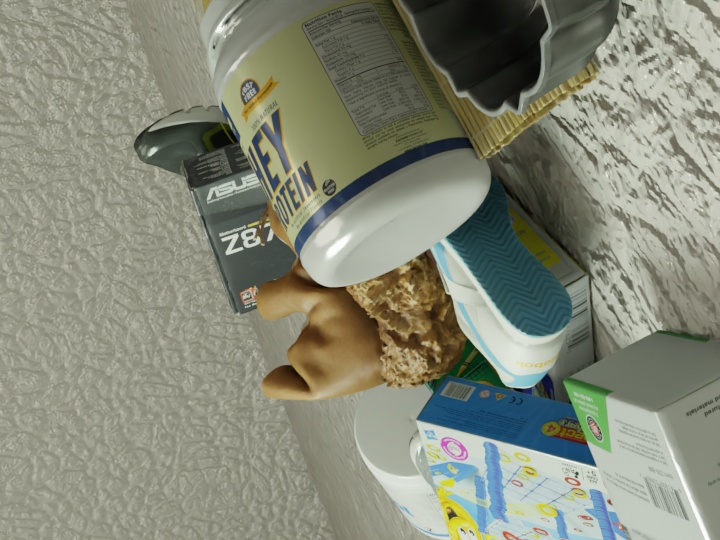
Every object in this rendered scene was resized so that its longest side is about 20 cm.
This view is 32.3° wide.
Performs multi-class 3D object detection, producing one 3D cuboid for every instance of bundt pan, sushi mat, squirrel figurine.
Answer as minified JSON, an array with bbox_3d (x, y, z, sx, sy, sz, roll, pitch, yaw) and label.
[{"bbox_3d":[0.082,-0.196,0.707,0.203,0.075,0.203,57,162,31],"label":"bundt pan"},{"bbox_3d":[0.069,-0.183,0.810,0.012,0.095,0.202,-2,-118,-62],"label":"sushi mat"},{"bbox_3d":[0.000,0.000,1.026,0.198,0.140,0.190,1,104,46],"label":"squirrel figurine"}]

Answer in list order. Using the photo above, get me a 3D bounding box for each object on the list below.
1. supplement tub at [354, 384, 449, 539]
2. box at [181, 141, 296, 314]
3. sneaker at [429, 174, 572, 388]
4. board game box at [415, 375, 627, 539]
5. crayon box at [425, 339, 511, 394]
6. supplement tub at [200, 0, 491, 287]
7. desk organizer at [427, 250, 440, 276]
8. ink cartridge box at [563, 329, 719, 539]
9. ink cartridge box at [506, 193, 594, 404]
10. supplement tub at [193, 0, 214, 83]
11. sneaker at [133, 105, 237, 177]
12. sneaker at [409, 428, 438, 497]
[{"bbox_3d":[0.079,0.199,1.343,0.133,0.131,0.201,57,178,35],"label":"supplement tub"},{"bbox_3d":[-0.045,-0.059,1.119,0.049,0.197,0.163,-115,8,-46],"label":"box"},{"bbox_3d":[0.087,-0.003,0.936,0.081,0.075,0.202,97,155,-47],"label":"sneaker"},{"bbox_3d":[0.158,0.193,0.993,0.198,0.056,0.198,10,132,34],"label":"board game box"},{"bbox_3d":[0.115,0.128,1.152,0.201,0.058,0.119,51,180,-35],"label":"crayon box"},{"bbox_3d":[-0.014,-0.108,0.860,0.202,0.143,0.145,61,168,15],"label":"supplement tub"},{"bbox_3d":[0.029,-0.074,1.222,0.072,0.076,0.202,44,156,60],"label":"desk organizer"},{"bbox_3d":[0.223,0.151,0.785,0.203,0.083,0.146,67,169,-8],"label":"ink cartridge box"},{"bbox_3d":[0.130,0.025,1.057,0.201,0.046,0.199,56,166,45],"label":"ink cartridge box"},{"bbox_3d":[-0.075,-0.231,1.118,0.146,0.143,0.202,81,174,-54],"label":"supplement tub"},{"bbox_3d":[-0.110,-0.095,1.143,0.074,0.197,0.086,-33,60,55],"label":"sneaker"},{"bbox_3d":[0.121,0.239,1.179,0.201,0.075,0.116,52,178,-23],"label":"sneaker"}]
